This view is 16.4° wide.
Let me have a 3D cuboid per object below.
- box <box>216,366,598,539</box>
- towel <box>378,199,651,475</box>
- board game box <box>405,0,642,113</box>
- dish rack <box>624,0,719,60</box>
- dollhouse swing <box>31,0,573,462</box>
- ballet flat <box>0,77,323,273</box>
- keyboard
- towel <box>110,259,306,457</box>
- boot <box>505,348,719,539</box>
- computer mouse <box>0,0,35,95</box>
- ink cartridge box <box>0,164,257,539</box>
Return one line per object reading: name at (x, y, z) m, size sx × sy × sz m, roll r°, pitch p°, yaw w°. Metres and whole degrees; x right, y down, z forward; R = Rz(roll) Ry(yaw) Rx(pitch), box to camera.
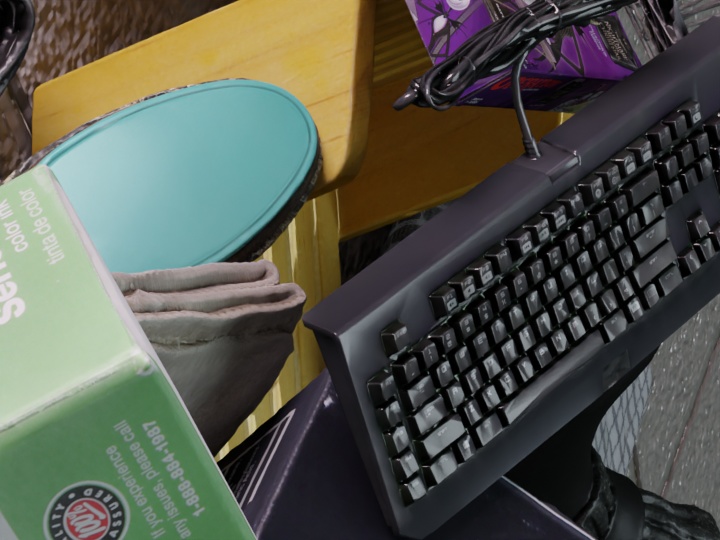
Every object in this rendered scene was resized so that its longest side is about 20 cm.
box at (-0.040, 0.168, 0.744) m, size 0.123 × 0.198 × 0.201 m, roll 35°, pitch 52°, yaw -13°
towel at (0.068, 0.027, 1.114) m, size 0.166 × 0.085 × 0.201 m, roll -67°, pitch 151°, yaw -46°
board game box at (0.023, -0.146, 0.804) m, size 0.201 × 0.032 × 0.120 m, roll 66°, pitch 21°, yaw 9°
dish rack at (0.100, -0.130, 0.877) m, size 0.154 × 0.054 × 0.201 m, roll 58°, pitch 9°, yaw -54°
dollhouse swing at (0.000, 0.000, 0.886) m, size 0.200 × 0.181 × 0.177 m, roll -7°, pitch 79°, yaw -64°
ballet flat at (-0.096, 0.009, 0.747) m, size 0.200 × 0.068 × 0.075 m, roll -38°, pitch 169°, yaw -33°
keyboard at (0.058, -0.023, 0.729) m, size 0.200 × 0.021 × 0.128 m, roll -37°, pitch 114°, yaw -37°
towel at (-0.102, 0.076, 0.710) m, size 0.200 × 0.034 × 0.132 m, roll -53°, pitch 160°, yaw 18°
boot at (0.091, 0.081, 0.990) m, size 0.157 × 0.211 × 0.080 m, roll 31°, pitch 40°, yaw -18°
computer mouse at (-0.146, -0.080, 0.692) m, size 0.200 × 0.046 × 0.141 m, roll 56°, pitch 47°, yaw -52°
ink cartridge box at (-0.124, 0.090, 0.590) m, size 0.088 × 0.199 × 0.146 m, roll 55°, pitch -8°, yaw 47°
